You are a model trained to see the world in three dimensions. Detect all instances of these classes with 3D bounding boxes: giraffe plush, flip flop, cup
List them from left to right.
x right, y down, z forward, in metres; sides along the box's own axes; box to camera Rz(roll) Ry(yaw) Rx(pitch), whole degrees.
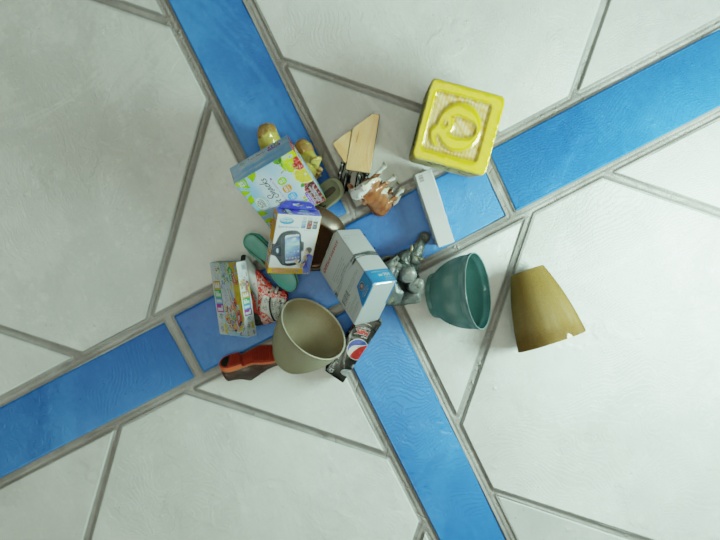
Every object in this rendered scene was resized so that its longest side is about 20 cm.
[{"bbox_3d":[-0.182,-0.287,1.676,0.159,0.173,0.203,-5,106,-6],"label":"giraffe plush"},{"bbox_3d":[-0.161,0.197,1.726,0.199,0.201,0.144,39,122,-4],"label":"cup"},{"bbox_3d":[-0.122,-0.172,1.710,0.199,0.058,0.081,-36,98,30],"label":"flip flop"}]

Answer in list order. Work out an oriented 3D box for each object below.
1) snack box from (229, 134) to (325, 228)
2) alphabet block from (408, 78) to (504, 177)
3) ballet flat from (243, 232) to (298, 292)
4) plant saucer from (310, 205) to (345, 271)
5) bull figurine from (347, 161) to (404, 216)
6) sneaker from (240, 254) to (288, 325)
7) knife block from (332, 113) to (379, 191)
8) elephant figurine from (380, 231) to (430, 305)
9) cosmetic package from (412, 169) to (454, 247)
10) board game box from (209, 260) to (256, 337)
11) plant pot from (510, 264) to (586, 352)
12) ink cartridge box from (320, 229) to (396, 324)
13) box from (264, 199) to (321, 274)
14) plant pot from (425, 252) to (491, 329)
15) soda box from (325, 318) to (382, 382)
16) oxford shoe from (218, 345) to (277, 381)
[{"bbox_3d":[-0.204,-0.215,1.599,0.167,0.201,0.068,-28,51,5],"label":"snack box"},{"bbox_3d":[0.238,-0.356,1.632,0.192,0.200,0.200,13,97,-1],"label":"alphabet block"},{"bbox_3d":[-0.239,-0.028,1.744,0.067,0.070,0.200,-42,98,7],"label":"ballet flat"},{"bbox_3d":[-0.133,-0.077,1.715,0.197,0.037,0.203,0,120,1],"label":"plant saucer"},{"bbox_3d":[0.043,-0.207,1.667,0.121,0.200,0.065,-40,67,5],"label":"bull figurine"},{"bbox_3d":[-0.259,0.045,1.757,0.106,0.067,0.205,-12,100,1],"label":"sneaker"},{"bbox_3d":[0.010,-0.294,1.711,0.199,0.064,0.177,-35,96,4],"label":"knife block"},{"bbox_3d":[0.113,0.001,1.716,0.152,0.201,0.143,0,122,6],"label":"elephant figurine"},{"bbox_3d":[0.196,-0.168,1.716,0.050,0.083,0.203,-19,97,1],"label":"cosmetic package"},{"bbox_3d":[-0.347,0.075,1.736,0.133,0.034,0.204,0,100,46],"label":"board game box"},{"bbox_3d":[0.480,0.095,1.708,0.184,0.186,0.203,-18,83,3],"label":"plant pot"},{"bbox_3d":[-0.010,0.013,1.652,0.085,0.201,0.148,-6,137,-34],"label":"ink cartridge box"},{"bbox_3d":[-0.173,-0.084,1.649,0.117,0.042,0.202,1,125,-22],"label":"box"},{"bbox_3d":[0.253,0.060,1.702,0.132,0.200,0.204,-7,98,29],"label":"plant pot"},{"bbox_3d":[-0.019,0.205,1.769,0.063,0.071,0.201,32,96,-4],"label":"soda box"},{"bbox_3d":[-0.292,0.263,1.794,0.197,0.072,0.073,-9,126,-1],"label":"oxford shoe"}]
